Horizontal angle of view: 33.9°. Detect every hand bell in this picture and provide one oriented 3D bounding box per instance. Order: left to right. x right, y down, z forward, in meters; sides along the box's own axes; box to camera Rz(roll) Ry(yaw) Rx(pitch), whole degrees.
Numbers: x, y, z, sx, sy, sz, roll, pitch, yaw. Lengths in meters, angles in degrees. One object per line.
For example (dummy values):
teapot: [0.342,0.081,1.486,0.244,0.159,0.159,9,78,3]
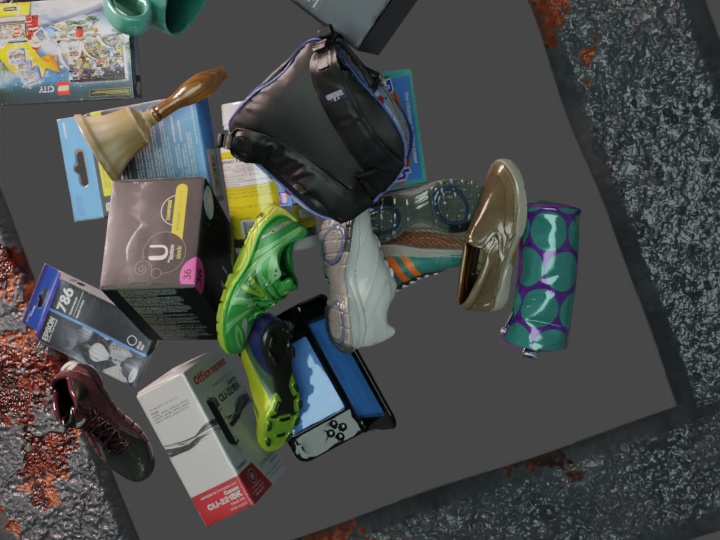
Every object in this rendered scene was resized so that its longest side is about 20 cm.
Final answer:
hand bell: [-0.261,-0.208,1.539,0.199,0.104,0.105,-32,92,-4]

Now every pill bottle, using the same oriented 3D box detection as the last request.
pill bottle: [-0.124,-0.125,1.565,0.113,0.114,0.202,-6,96,9]

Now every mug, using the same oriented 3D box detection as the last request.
mug: [-0.268,-0.392,1.516,0.114,0.185,0.153,26,111,7]

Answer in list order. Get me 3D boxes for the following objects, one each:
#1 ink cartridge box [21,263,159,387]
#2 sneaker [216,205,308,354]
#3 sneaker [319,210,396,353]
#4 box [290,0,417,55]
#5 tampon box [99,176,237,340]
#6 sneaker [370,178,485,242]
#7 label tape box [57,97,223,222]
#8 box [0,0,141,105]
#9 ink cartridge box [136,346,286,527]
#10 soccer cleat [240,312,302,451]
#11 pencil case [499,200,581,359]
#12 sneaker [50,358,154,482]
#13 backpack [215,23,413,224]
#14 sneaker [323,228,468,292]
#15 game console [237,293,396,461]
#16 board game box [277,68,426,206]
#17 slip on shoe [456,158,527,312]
ink cartridge box: [-0.383,0.077,1.667,0.198,0.039,0.100,25,101,5]
sneaker: [-0.125,0.021,1.492,0.083,0.074,0.202,24,103,5]
sneaker: [0.000,0.000,1.492,0.086,0.074,0.202,-6,99,-31]
box: [-0.033,-0.378,1.476,0.196,0.200,0.124,36,102,3]
tampon box: [-0.240,-0.010,1.531,0.125,0.200,0.151,-2,68,8]
sneaker: [0.077,-0.088,1.561,0.198,0.087,0.075,-6,105,-10]
label tape box: [-0.298,-0.152,1.611,0.198,0.063,0.146,-8,94,9]
box: [-0.404,-0.301,1.621,0.198,0.038,0.138,-2,97,8]
ink cartridge box: [-0.199,0.220,1.600,0.083,0.144,0.201,-28,93,18]
soccer cleat: [-0.125,0.147,1.589,0.083,0.064,0.202,25,125,43]
pencil case: [0.236,0.009,1.545,0.091,0.085,0.202,5,98,1]
sneaker: [-0.372,0.222,1.644,0.075,0.116,0.201,-36,91,11]
backpack: [-0.035,-0.161,1.391,0.200,0.154,0.191,-39,93,24]
sneaker: [0.049,-0.006,1.584,0.198,0.072,0.081,-2,114,4]
game console: [-0.064,0.150,1.590,0.175,0.116,0.201,-29,92,10]
board game box: [-0.018,-0.173,1.528,0.198,0.045,0.154,-12,97,-25]
slip on shoe: [0.163,-0.043,1.521,0.060,0.076,0.202,-3,112,-29]
